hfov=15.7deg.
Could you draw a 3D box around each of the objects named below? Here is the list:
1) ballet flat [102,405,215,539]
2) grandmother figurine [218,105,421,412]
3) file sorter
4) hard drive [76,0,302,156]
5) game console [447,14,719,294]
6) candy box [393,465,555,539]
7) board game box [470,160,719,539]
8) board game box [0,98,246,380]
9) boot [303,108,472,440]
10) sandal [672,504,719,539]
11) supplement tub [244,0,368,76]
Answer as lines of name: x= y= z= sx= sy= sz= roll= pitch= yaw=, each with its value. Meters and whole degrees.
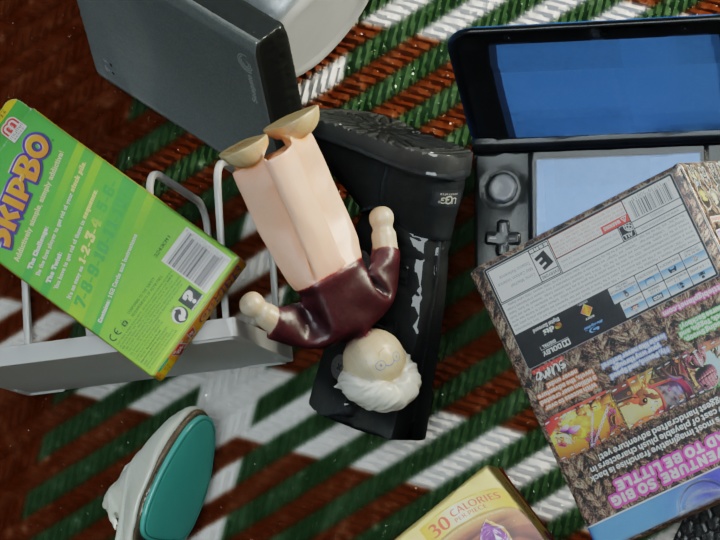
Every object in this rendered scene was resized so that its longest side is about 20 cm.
ballet flat: x=-0.154 y=0.187 z=1.798 sx=0.069 sy=0.069 sz=0.200 roll=11 pitch=87 yaw=15
grandmother figurine: x=-0.022 y=0.003 z=1.675 sx=0.121 sy=0.061 sz=0.200 roll=-29 pitch=101 yaw=-11
file sorter: x=-0.164 y=0.007 z=1.781 sx=0.200 sy=0.139 sz=0.125 roll=-8 pitch=79 yaw=13
hard drive: x=-0.116 y=-0.148 z=1.763 sx=0.033 sy=0.140 sz=0.200 roll=-39 pitch=52 yaw=-25
game console: x=0.163 y=-0.069 z=1.717 sx=0.200 sy=0.118 sz=0.171 roll=-2 pitch=82 yaw=15
candy box: x=0.047 y=0.236 z=1.740 sx=0.200 sy=0.056 sz=0.117 roll=-39 pitch=76 yaw=5
board game box: x=0.192 y=0.053 z=1.660 sx=0.159 sy=0.097 sz=0.200 roll=-27 pitch=82 yaw=25
board game box: x=-0.180 y=-0.023 z=1.707 sx=0.200 sy=0.030 sz=0.096 roll=35 pitch=87 yaw=16
boot: x=0.000 y=0.000 z=1.775 sx=0.165 sy=0.066 sz=0.200 roll=27 pitch=114 yaw=53
sandal: x=0.261 y=0.129 z=1.711 sx=0.075 sy=0.045 sz=0.200 roll=32 pitch=106 yaw=21
supplement tub: x=-0.096 y=-0.231 z=1.800 sx=0.200 sy=0.123 sz=0.123 roll=44 pitch=95 yaw=16
